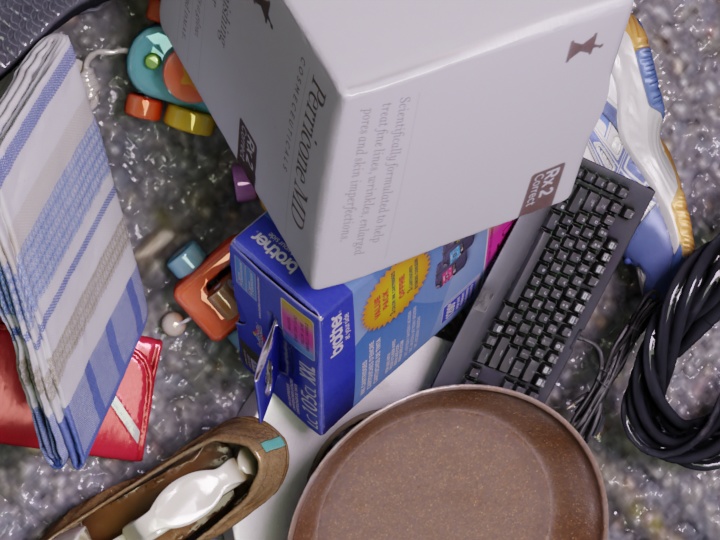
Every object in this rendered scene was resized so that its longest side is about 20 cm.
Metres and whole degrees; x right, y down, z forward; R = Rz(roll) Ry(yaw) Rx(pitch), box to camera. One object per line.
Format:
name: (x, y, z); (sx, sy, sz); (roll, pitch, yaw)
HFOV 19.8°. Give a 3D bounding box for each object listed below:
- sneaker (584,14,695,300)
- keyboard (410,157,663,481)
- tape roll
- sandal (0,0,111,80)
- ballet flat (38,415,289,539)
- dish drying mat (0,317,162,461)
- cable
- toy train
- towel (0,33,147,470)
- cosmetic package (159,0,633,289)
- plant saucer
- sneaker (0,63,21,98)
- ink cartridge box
sneaker: (0.154, -0.056, 1.284); (0.088, 0.075, 0.201); (-15, 100, 6)
keyboard: (0.121, 0.037, 1.231); (0.127, 0.021, 0.201); (21, 103, -29)
tape roll: (0.013, 0.134, 1.259); (0.202, 0.037, 0.204); (-1, 94, -17)
sandal: (-0.165, -0.170, 1.151); (0.200, 0.043, 0.076); (-35, 91, -21)
ballet flat: (-0.127, 0.151, 1.177); (0.199, 0.072, 0.068); (-32, 85, 1)
dish drying mat: (-0.216, 0.060, 1.191); (0.199, 0.018, 0.077); (10, 92, -18)
cable: (0.236, 0.036, 1.273); (0.200, 0.051, 0.163); (-42, 142, -17)
toy train: (-0.091, -0.056, 1.190); (0.150, 0.056, 0.200); (-36, 102, 1)
towel: (-0.163, -0.010, 1.115); (0.024, 0.147, 0.201); (-1, 127, 16)
cosmetic package: (0.011, -0.134, 1.070); (0.164, 0.165, 0.200); (-20, 60, -19)
plant saucer: (0.048, 0.156, 1.218); (0.199, 0.037, 0.201); (-6, 109, -16)
sneaker: (-0.262, -0.082, 1.128); (0.200, 0.092, 0.076); (-35, 102, -13)
ink cartridge box: (0.000, 0.000, 1.173); (0.200, 0.137, 0.076); (-39, 65, -21)
